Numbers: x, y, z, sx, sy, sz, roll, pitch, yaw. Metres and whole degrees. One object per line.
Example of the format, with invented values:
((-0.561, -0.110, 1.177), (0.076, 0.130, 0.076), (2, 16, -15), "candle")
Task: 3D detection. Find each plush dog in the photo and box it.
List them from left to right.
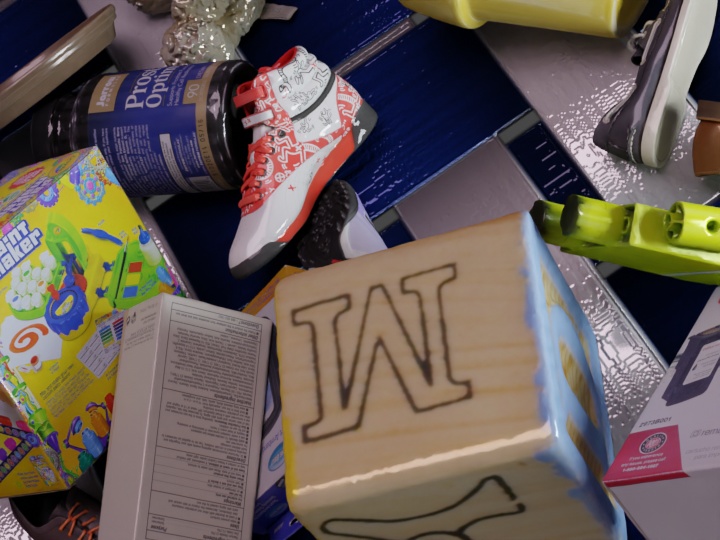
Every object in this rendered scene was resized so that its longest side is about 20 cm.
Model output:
((-0.155, -0.295, 1.852), (0.160, 0.172, 0.200), (-35, 51, 1), "plush dog")

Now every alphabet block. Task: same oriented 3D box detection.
((0.066, 0.105, 1.492), (0.199, 0.196, 0.198), (-15, 54, 15), "alphabet block")

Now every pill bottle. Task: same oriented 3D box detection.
((-0.183, -0.121, 1.797), (0.199, 0.112, 0.113), (-3, 59, 23), "pill bottle")

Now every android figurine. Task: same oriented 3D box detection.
((0.229, -0.021, 1.505), (0.198, 0.182, 0.041), (10, 85, -16), "android figurine")

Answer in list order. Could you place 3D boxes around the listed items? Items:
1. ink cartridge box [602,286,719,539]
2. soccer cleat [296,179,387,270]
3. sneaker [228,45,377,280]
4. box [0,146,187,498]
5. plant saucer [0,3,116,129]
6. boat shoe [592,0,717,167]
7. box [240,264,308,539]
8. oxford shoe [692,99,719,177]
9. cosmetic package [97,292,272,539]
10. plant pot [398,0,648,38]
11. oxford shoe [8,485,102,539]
((0.277, 0.093, 1.401), (0.144, 0.084, 0.200), (-16, 31, 49), "ink cartridge box")
((0.000, 0.000, 1.675), (0.068, 0.073, 0.200), (-46, 32, 17), "soccer cleat")
((-0.078, -0.096, 1.716), (0.202, 0.108, 0.067), (-54, 18, -25), "sneaker")
((-0.255, 0.042, 1.622), (0.121, 0.193, 0.200), (-11, 25, 43), "box")
((-0.298, -0.173, 1.872), (0.199, 0.030, 0.200), (-35, 12, 8), "plant saucer")
((0.240, -0.180, 1.660), (0.062, 0.073, 0.201), (10, 70, 26), "boat shoe")
((-0.067, 0.111, 1.608), (0.119, 0.041, 0.201), (-45, 38, 44), "box")
((0.348, -0.080, 1.564), (0.199, 0.071, 0.072), (12, 94, 30), "oxford shoe")
((-0.134, 0.129, 1.575), (0.073, 0.103, 0.202), (-21, 58, 55), "cosmetic package")
((0.150, -0.284, 1.701), (0.188, 0.201, 0.202), (23, 71, 19), "plant pot")
((-0.214, 0.217, 1.627), (0.199, 0.073, 0.071), (25, 73, 34), "oxford shoe")
